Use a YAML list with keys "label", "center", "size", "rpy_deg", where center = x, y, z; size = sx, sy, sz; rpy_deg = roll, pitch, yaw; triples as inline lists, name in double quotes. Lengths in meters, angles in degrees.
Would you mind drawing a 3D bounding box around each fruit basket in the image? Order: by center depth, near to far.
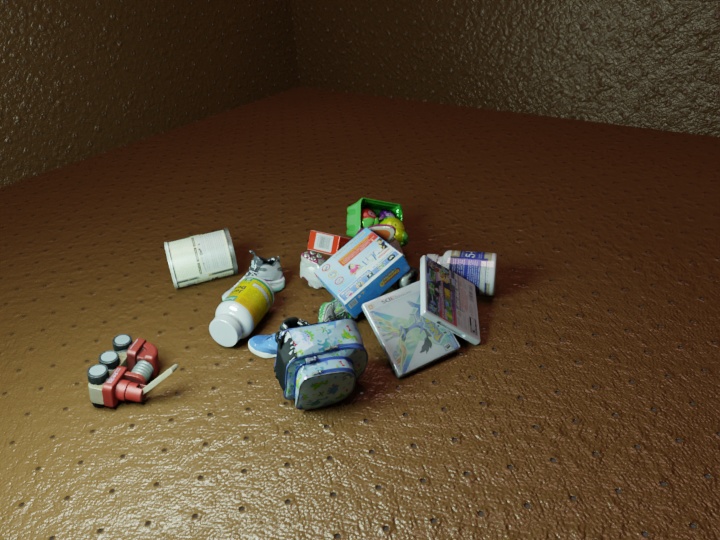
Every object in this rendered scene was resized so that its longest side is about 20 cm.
- label: "fruit basket"
  center: [0.076, -0.147, 1.862]
  size: [0.210, 0.159, 0.216]
  rpy_deg: [2, -1, 0]

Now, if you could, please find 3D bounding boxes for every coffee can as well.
- label: "coffee can"
  center: [-0.493, -0.039, 1.792]
  size: [0.196, 0.149, 0.147]
  rpy_deg: [-14, 31, -17]

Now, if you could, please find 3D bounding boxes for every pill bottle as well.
- label: "pill bottle"
  center: [-0.320, 0.110, 1.548]
  size: [0.110, 0.115, 0.201]
  rpy_deg: [6, 32, 18]
- label: "pill bottle"
  center: [0.285, 0.005, 1.638]
  size: [0.196, 0.122, 0.120]
  rpy_deg: [4, 31, 14]

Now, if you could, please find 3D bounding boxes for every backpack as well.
- label: "backpack"
  center: [-0.081, 0.211, 1.287]
  size: [0.196, 0.185, 0.148]
  rpy_deg: [-13, 53, -21]

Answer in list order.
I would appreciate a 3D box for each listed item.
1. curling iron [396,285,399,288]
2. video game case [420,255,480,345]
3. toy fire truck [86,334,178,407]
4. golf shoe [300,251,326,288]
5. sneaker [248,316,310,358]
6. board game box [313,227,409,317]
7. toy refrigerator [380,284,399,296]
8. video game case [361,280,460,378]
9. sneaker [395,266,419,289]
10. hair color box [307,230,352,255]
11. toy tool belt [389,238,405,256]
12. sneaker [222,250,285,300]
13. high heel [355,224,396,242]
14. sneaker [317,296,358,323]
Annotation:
- label: "curling iron"
  center: [0.041, 0.065, 1.668]
  size: [0.195, 0.026, 0.050]
  rpy_deg: [-8, 10, 2]
- label: "video game case"
  center: [0.228, 0.074, 1.481]
  size: [0.180, 0.023, 0.202]
  rpy_deg: [29, 40, -20]
- label: "toy fire truck"
  center: [-0.519, 0.238, 1.368]
  size: [0.196, 0.131, 0.177]
  rpy_deg: [11, 31, 3]
- label: "golf shoe"
  center: [-0.105, 0.022, 1.714]
  size: [0.199, 0.093, 0.075]
  rpy_deg: [34, 27, 30]
- label: "sneaker"
  center: [-0.197, 0.162, 1.444]
  size: [0.196, 0.113, 0.077]
  rpy_deg: [8, 32, 22]
- label: "board game box"
  center: [0.000, 0.000, 1.535]
  size: [0.199, 0.056, 0.196]
  rpy_deg: [-40, 38, -7]
- label: "toy refrigerator"
  center: [0.100, 0.110, 1.534]
  size: [0.075, 0.071, 0.200]
  rpy_deg: [-15, 32, -19]
- label: "video game case"
  center: [0.124, 0.139, 1.419]
  size: [0.179, 0.022, 0.202]
  rpy_deg: [-20, 67, -21]
- label: "sneaker"
  center: [0.114, 0.022, 1.584]
  size: [0.078, 0.077, 0.200]
  rpy_deg: [16, 4, 7]
- label: "hair color box"
  center: [-0.065, -0.075, 1.789]
  size: [0.109, 0.065, 0.199]
  rpy_deg: [13, 4, 28]
- label: "toy tool belt"
  center: [0.039, -0.018, 1.742]
  size: [0.122, 0.127, 0.199]
  rpy_deg: [-21, 10, 43]
- label: "sneaker"
  center: [-0.321, 0.010, 1.690]
  size: [0.197, 0.142, 0.077]
  rpy_deg: [-22, 34, -29]
- label: "high heel"
  center: [0.049, -0.116, 1.683]
  size: [0.198, 0.068, 0.096]
  rpy_deg: [-12, 27, 49]
- label: "sneaker"
  center: [-0.054, 0.114, 1.541]
  size: [0.084, 0.079, 0.200]
  rpy_deg: [9, 32, 21]
